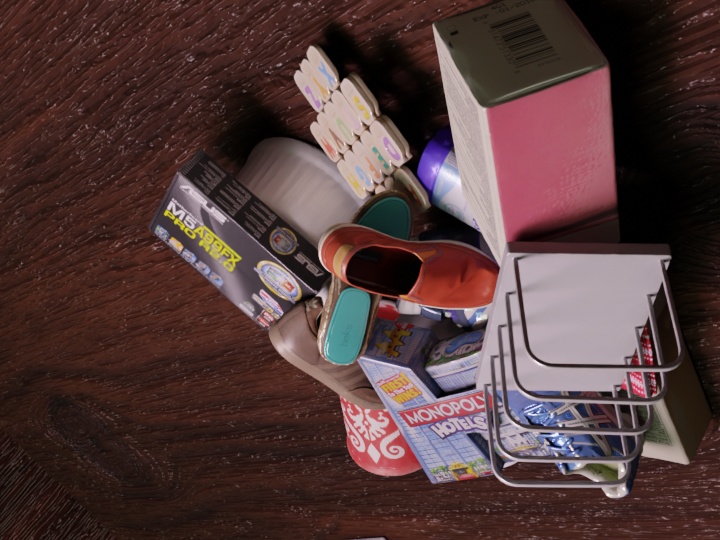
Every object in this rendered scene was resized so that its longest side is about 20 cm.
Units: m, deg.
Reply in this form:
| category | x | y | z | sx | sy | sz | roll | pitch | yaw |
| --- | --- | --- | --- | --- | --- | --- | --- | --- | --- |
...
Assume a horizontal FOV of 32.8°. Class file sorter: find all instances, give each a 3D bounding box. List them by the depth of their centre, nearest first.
| category | x | y | z | sx | sy | sz | roll | pitch | yaw |
| --- | --- | --- | --- | --- | --- | --- | --- | --- | --- |
| file sorter | 0.184 | 0.087 | 1.052 | 0.138 | 0.125 | 0.201 | 1 | 141 | -3 |

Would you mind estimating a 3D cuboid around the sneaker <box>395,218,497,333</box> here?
| category | x | y | z | sx | sy | sz | roll | pitch | yaw |
| --- | --- | --- | --- | --- | --- | --- | --- | --- | --- |
| sneaker | 0.115 | 0.041 | 1.315 | 0.146 | 0.081 | 0.201 | -10 | 118 | 30 |

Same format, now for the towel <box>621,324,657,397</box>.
| category | x | y | z | sx | sy | sz | roll | pitch | yaw |
| --- | --- | --- | --- | --- | --- | --- | --- | --- | --- |
| towel | 0.204 | 0.037 | 1.159 | 0.144 | 0.023 | 0.201 | 16 | 143 | 36 |

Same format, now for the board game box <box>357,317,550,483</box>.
| category | x | y | z | sx | sy | sz | roll | pitch | yaw |
| --- | --- | --- | --- | --- | --- | --- | --- | --- | --- |
| board game box | 0.099 | 0.128 | 1.298 | 0.199 | 0.062 | 0.200 | -20 | 119 | 45 |

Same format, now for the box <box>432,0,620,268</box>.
| category | x | y | z | sx | sy | sz | roll | pitch | yaw |
| --- | --- | --- | --- | --- | --- | --- | --- | --- | --- |
| box | 0.142 | -0.113 | 1.030 | 0.201 | 0.108 | 0.128 | 74 | 176 | -46 |

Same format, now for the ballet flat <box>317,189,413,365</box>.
| category | x | y | z | sx | sy | sz | roll | pitch | yaw |
| --- | --- | --- | --- | --- | --- | --- | --- | --- | --- |
| ballet flat | 0.000 | 0.000 | 1.252 | 0.070 | 0.065 | 0.201 | 19 | 112 | -10 |

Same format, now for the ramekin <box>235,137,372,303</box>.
| category | x | y | z | sx | sy | sz | roll | pitch | yaw |
| --- | --- | --- | --- | --- | --- | --- | --- | --- | --- |
| ramekin | -0.075 | -0.047 | 1.421 | 0.200 | 0.098 | 0.201 | 27 | 148 | 19 |

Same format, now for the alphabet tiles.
| category | x | y | z | sx | sy | sz | roll | pitch | yaw |
| --- | --- | --- | --- | --- | --- | --- | --- | --- | --- |
| alphabet tiles | -0.003 | -0.132 | 1.240 | 0.196 | 0.015 | 0.200 | 54 | 165 | -1 |

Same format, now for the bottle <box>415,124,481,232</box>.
| category | x | y | z | sx | sy | sz | roll | pitch | yaw |
| --- | --- | --- | --- | --- | --- | --- | --- | --- | --- |
| bottle | 0.150 | -0.062 | 1.183 | 0.199 | 0.065 | 0.084 | 32 | 149 | 13 |

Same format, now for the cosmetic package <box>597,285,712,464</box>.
| category | x | y | z | sx | sy | sz | roll | pitch | yaw |
| --- | --- | --- | --- | --- | --- | --- | --- | --- | --- |
| cosmetic package | 0.279 | 0.100 | 1.255 | 0.105 | 0.071 | 0.201 | 8 | 138 | 42 |

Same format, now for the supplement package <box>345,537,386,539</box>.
| category | x | y | z | sx | sy | sz | roll | pitch | yaw |
| --- | --- | --- | --- | --- | --- | --- | --- | --- | --- |
| supplement package | 0.031 | 0.586 | 2.111 | 0.200 | 0.152 | 0.150 | 46 | 150 | -12 |

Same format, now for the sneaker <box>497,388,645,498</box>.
| category | x | y | z | sx | sy | sz | roll | pitch | yaw |
| --- | --- | --- | --- | --- | --- | --- | --- | --- | --- |
| sneaker | 0.206 | 0.150 | 1.201 | 0.199 | 0.077 | 0.076 | 33 | 134 | -19 |

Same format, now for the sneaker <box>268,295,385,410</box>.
| category | x | y | z | sx | sy | sz | roll | pitch | yaw |
| --- | --- | --- | --- | --- | --- | --- | --- | --- | --- |
| sneaker | -0.008 | 0.093 | 1.357 | 0.075 | 0.071 | 0.200 | -40 | 133 | 23 |

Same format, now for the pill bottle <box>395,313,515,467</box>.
| category | x | y | z | sx | sy | sz | roll | pitch | yaw |
| --- | --- | --- | --- | --- | --- | --- | --- | --- | --- |
| pill bottle | 0.125 | 0.129 | 1.423 | 0.115 | 0.116 | 0.200 | -4 | 130 | 50 |

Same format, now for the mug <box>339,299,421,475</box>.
| category | x | y | z | sx | sy | sz | roll | pitch | yaw |
| --- | --- | --- | --- | --- | --- | --- | --- | --- | --- |
| mug | 0.050 | 0.147 | 1.531 | 0.177 | 0.134 | 0.201 | 13 | 137 | 28 |

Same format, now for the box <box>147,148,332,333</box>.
| category | x | y | z | sx | sy | sz | roll | pitch | yaw |
| --- | --- | --- | --- | --- | --- | --- | --- | --- | --- |
| box | -0.136 | -0.026 | 1.375 | 0.200 | 0.044 | 0.160 | 41 | 151 | -3 |

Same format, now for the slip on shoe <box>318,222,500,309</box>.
| category | x | y | z | sx | sy | sz | roll | pitch | yaw |
| --- | --- | --- | --- | --- | --- | --- | --- | --- | --- |
| slip on shoe | 0.056 | 0.003 | 1.195 | 0.199 | 0.074 | 0.061 | 14 | -160 | -23 |
